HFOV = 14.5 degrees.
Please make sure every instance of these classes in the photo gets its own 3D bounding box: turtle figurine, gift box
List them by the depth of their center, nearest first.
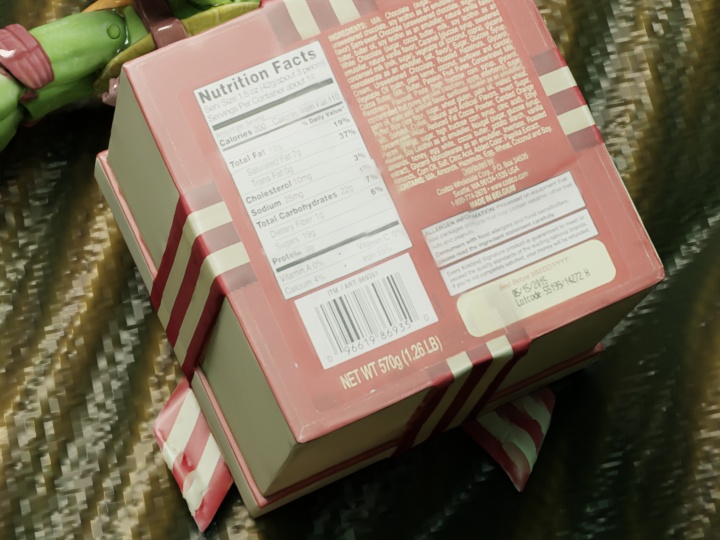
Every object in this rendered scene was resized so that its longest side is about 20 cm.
[{"bbox_3d":[0.000,0.000,1.123,0.184,0.187,0.201,-19,81,-11],"label":"gift box"},{"bbox_3d":[-0.127,-0.133,1.224,0.193,0.201,0.144,-32,30,-11],"label":"turtle figurine"}]
